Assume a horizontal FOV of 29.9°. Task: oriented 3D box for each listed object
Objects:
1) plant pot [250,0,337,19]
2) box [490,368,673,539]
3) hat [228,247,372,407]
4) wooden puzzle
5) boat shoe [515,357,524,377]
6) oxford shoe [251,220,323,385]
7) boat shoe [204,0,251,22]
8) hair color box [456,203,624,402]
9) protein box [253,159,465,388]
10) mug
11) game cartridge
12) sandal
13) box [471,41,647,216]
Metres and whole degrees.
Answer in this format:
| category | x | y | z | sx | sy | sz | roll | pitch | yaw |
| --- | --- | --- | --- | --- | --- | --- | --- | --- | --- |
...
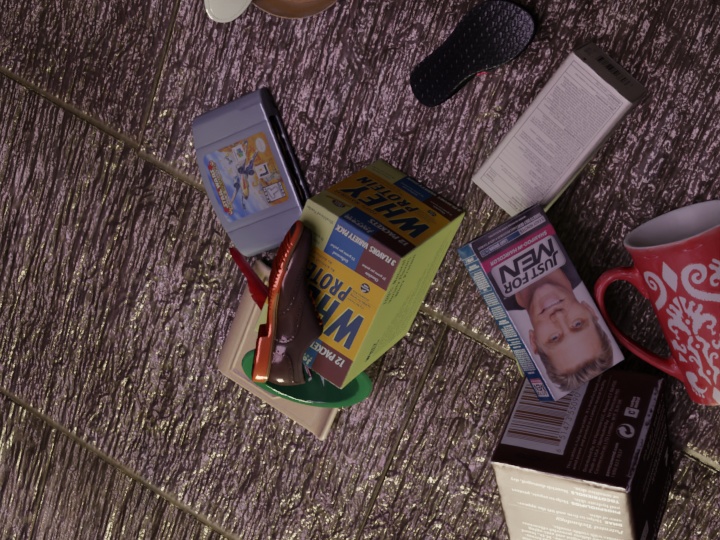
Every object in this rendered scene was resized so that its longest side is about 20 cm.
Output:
| category | x | y | z | sx | sy | sz | roll | pitch | yaw |
| --- | --- | --- | --- | --- | --- | --- | --- | --- | --- |
| plant pot | -0.083 | -0.412 | 1.659 | 0.199 | 0.027 | 0.202 | 10 | 112 | 25 |
| box | 0.265 | 0.233 | 1.581 | 0.163 | 0.166 | 0.201 | 8 | 139 | 24 |
| hat | -0.066 | 0.061 | 1.773 | 0.199 | 0.177 | 0.165 | 29 | 145 | -29 |
| wooden puzzle | -0.092 | 0.107 | 1.842 | 0.199 | 0.037 | 0.186 | 34 | 119 | 19 |
| boat shoe | 0.216 | 0.045 | 1.642 | 0.072 | 0.060 | 0.203 | 0 | 107 | 28 |
| oxford shoe | -0.075 | 0.039 | 1.563 | 0.072 | 0.071 | 0.201 | 11 | 112 | -6 |
| boat shoe | -0.158 | -0.407 | 1.661 | 0.062 | 0.072 | 0.201 | -120 | 35 | -50 |
| hair color box | 0.203 | 0.037 | 1.521 | 0.100 | 0.061 | 0.201 | -29 | 91 | -12 |
| protein box | 0.000 | 0.000 | 1.656 | 0.134 | 0.200 | 0.199 | 32 | 119 | 14 |
| mug | 0.375 | 0.042 | 1.528 | 0.177 | 0.133 | 0.201 | -13 | 105 | 37 |
| game cartridge | -0.144 | -0.124 | 1.778 | 0.132 | 0.042 | 0.201 | -19 | 95 | 25 |
| sandal | 0.135 | -0.261 | 1.595 | 0.200 | 0.045 | 0.075 | -31 | 86 | 46 |
| box | 0.228 | -0.155 | 1.556 | 0.095 | 0.078 | 0.200 | 43 | 121 | 7 |
